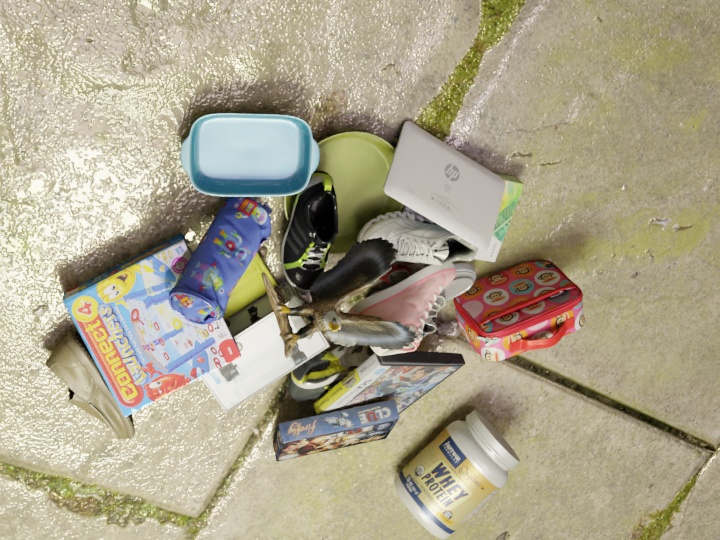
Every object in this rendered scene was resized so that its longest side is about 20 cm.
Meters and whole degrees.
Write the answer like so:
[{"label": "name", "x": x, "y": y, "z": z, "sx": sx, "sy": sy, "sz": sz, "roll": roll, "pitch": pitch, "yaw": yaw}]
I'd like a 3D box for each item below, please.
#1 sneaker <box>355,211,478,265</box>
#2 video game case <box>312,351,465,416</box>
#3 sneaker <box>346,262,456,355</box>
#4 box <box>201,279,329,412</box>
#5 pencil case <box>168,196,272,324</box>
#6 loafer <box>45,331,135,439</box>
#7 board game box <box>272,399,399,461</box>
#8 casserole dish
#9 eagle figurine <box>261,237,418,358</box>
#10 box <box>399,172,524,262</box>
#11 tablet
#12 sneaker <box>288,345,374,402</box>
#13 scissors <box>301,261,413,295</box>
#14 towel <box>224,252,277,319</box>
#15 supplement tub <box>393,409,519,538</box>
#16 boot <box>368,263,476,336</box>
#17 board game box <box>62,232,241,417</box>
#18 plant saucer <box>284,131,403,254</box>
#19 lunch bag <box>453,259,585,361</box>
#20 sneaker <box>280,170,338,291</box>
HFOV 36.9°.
[{"label": "sneaker", "x": 0.090, "y": -0.044, "z": 1.669, "sx": 0.197, "sy": 0.081, "sz": 0.076, "roll": -3, "pitch": 121, "yaw": -19}, {"label": "video game case", "x": 0.048, "y": 0.188, "z": 1.777, "sx": 0.198, "sy": 0.026, "sz": 0.181, "roll": 6, "pitch": 142, "yaw": -43}, {"label": "sneaker", "x": 0.084, "y": 0.067, "z": 1.675, "sx": 0.199, "sy": 0.105, "sz": 0.075, "roll": -26, "pitch": 164, "yaw": -26}, {"label": "box", "x": -0.162, "y": 0.118, "z": 1.703, "sx": 0.199, "sy": 0.060, "sz": 0.117, "roll": -32, "pitch": 122, "yaw": -4}, {"label": "pencil case", "x": -0.196, "y": -0.015, "z": 1.547, "sx": 0.086, "sy": 0.078, "sz": 0.201, "roll": 34, "pitch": 59, "yaw": -10}, {"label": "loafer", "x": -0.407, "y": 0.182, "z": 1.635, "sx": 0.067, "sy": 0.076, "sz": 0.202, "roll": -28, "pitch": 116, "yaw": -3}, {"label": "board game box", "x": -0.043, "y": 0.268, "z": 1.802, "sx": 0.197, "sy": 0.035, "sz": 0.136, "roll": -10, "pitch": 159, "yaw": -13}, {"label": "casserole dish", "x": -0.158, "y": -0.169, "z": 1.543, "sx": 0.197, "sy": 0.039, "sz": 0.123, "roll": -1, "pitch": 113, "yaw": -11}, {"label": "eagle figurine", "x": -0.028, "y": 0.057, "z": 1.578, "sx": 0.197, "sy": 0.152, "sz": 0.153, "roll": -17, "pitch": 140, "yaw": -5}, {"label": "box", "x": 0.153, "y": -0.095, "z": 1.734, "sx": 0.197, "sy": 0.036, "sz": 0.146, "roll": 7, "pitch": 115, "yaw": -27}, {"label": "tablet", "x": 0.132, "y": -0.130, "z": 1.653, "sx": 0.198, "sy": 0.014, "sz": 0.132, "roll": 29, "pitch": 64, "yaw": -22}, {"label": "sneaker", "x": -0.035, "y": 0.168, "z": 1.792, "sx": 0.198, "sy": 0.075, "sz": 0.085, "roll": -5, "pitch": 147, "yaw": -29}, {"label": "scissors", "x": 0.000, "y": 0.000, "z": 1.739, "sx": 0.197, "sy": 0.014, "sz": 0.074, "roll": -5, "pitch": 121, "yaw": -19}, {"label": "towel", "x": -0.229, "y": 0.047, "z": 1.666, "sx": 0.199, "sy": 0.018, "sz": 0.087, "roll": -33, "pitch": 130, "yaw": -4}, {"label": "supplement tub", "x": 0.173, "y": 0.362, "z": 1.930, "sx": 0.200, "sy": 0.145, "sz": 0.144, "roll": -44, "pitch": 125, "yaw": 5}, {"label": "boot", "x": 0.110, "y": 0.062, "z": 1.759, "sx": 0.198, "sy": 0.096, "sz": 0.074, "roll": -21, "pitch": 140, "yaw": -7}, {"label": "board game box", "x": -0.305, "y": 0.080, "z": 1.590, "sx": 0.194, "sy": 0.056, "sz": 0.202, "roll": -27, "pitch": 105, "yaw": -7}, {"label": "plant saucer", "x": -0.025, "y": -0.122, "z": 1.647, "sx": 0.197, "sy": 0.031, "sz": 0.202, "roll": -10, "pitch": 121, "yaw": -16}, {"label": "lunch bag", "x": 0.267, "y": 0.073, "z": 1.789, "sx": 0.198, "sy": 0.176, "sz": 0.083, "roll": -21, "pitch": 125, "yaw": -11}, {"label": "sneaker", "x": -0.073, "y": -0.049, "z": 1.599, "sx": 0.071, "sy": 0.083, "sz": 0.202, "roll": -3, "pitch": 119, "yaw": -20}]
